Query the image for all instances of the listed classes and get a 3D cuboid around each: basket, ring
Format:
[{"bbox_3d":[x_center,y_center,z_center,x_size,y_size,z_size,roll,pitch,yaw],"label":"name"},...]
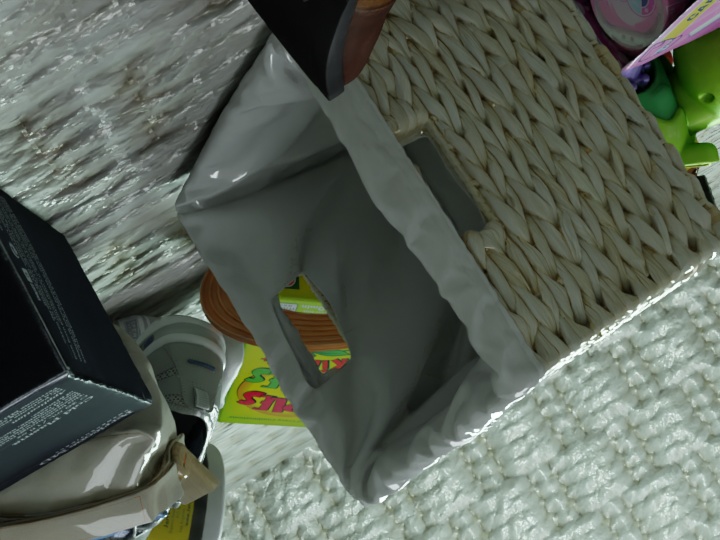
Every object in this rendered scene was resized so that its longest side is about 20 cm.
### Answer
[{"bbox_3d":[0.038,-0.021,0.777,0.161,0.198,0.200,-28,170,-31],"label":"basket"},{"bbox_3d":[0.000,0.000,0.953,0.200,0.019,0.201,-10,-152,5],"label":"ring"}]

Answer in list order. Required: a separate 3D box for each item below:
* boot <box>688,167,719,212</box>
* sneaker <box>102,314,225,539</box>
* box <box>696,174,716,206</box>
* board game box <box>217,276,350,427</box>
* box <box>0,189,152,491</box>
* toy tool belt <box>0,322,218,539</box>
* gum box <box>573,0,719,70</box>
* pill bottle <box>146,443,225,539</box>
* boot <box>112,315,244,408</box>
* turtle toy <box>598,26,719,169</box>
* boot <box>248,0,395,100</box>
[{"bbox_3d":[0.208,-0.083,1.113,0.074,0.155,0.200,-33,171,12],"label":"boot"},{"bbox_3d":[-0.141,0.122,0.939,0.075,0.082,0.200,16,120,-19],"label":"sneaker"},{"bbox_3d":[0.132,-0.005,1.068,0.200,0.036,0.143,-13,161,-5],"label":"box"},{"bbox_3d":[-0.038,0.050,1.110,0.101,0.048,0.200,4,149,-12],"label":"board game box"},{"bbox_3d":[-0.216,0.058,0.691,0.200,0.104,0.182,-30,170,-2],"label":"box"},{"bbox_3d":[-0.187,0.114,0.844,0.200,0.125,0.123,-14,140,5],"label":"toy tool belt"},{"bbox_3d":[0.206,-0.192,0.789,0.113,0.066,0.200,-26,170,-33],"label":"gum box"},{"bbox_3d":[-0.200,0.157,1.050,0.200,0.112,0.111,11,155,-18],"label":"pill bottle"},{"bbox_3d":[-0.145,0.092,1.119,0.095,0.074,0.200,5,156,-20],"label":"boot"},{"bbox_3d":[0.157,-0.103,0.941,0.200,0.101,0.146,-3,-175,23],"label":"turtle toy"},{"bbox_3d":[0.044,-0.157,0.559,0.200,0.069,0.188,-37,164,-8],"label":"boot"}]
